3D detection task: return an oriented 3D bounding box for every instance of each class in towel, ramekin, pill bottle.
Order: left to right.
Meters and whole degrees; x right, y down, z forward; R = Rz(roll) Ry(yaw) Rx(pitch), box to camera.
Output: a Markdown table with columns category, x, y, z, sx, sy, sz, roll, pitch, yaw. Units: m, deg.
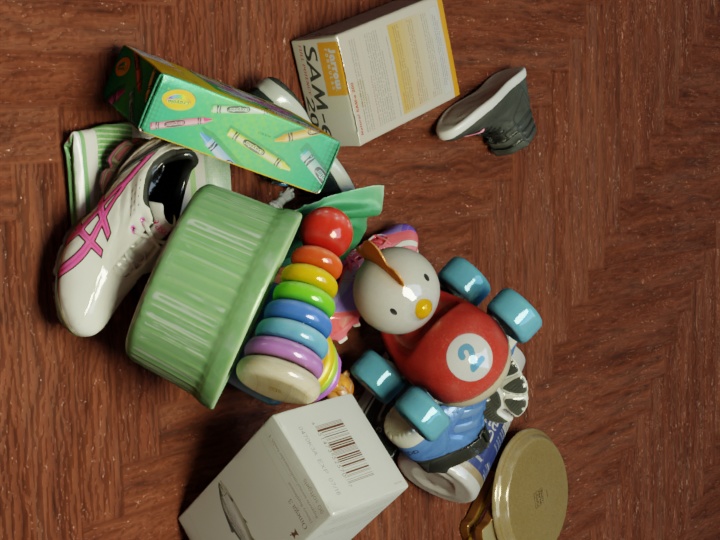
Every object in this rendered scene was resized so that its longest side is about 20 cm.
| category | x | y | z | sx | sy | sz | roll | pitch | yaw |
| --- | --- | --- | --- | --- | --- | --- | --- | --- | --- |
| towel | -0.202 | -0.072 | 1.211 | 0.199 | 0.023 | 0.154 | -13 | 102 | -48 |
| ramekin | -0.139 | 0.018 | 1.141 | 0.097 | 0.200 | 0.201 | 25 | 68 | -3 |
| pill bottle | 0.135 | 0.182 | 1.553 | 0.111 | 0.110 | 0.201 | 51 | 56 | -38 |

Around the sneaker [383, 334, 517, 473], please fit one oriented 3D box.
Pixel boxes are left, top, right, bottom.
| category | x | y | z | sx | sy | sz | roll | pitch | yaw |
| --- | --- | --- | --- | --- | --- | --- | --- | --- | --- |
| sneaker | 0.126 | 0.150 | 1.432 | 0.200 | 0.077 | 0.111 | -47 | 127 | -8 |

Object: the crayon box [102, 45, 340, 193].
| category | x | y | z | sx | sy | sz | roll | pitch | yaw |
| --- | --- | --- | --- | --- | --- | --- | --- | --- | --- |
| crayon box | -0.132 | -0.144 | 1.172 | 0.199 | 0.119 | 0.059 | 18 | 102 | -33 |

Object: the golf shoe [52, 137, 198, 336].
| category | x | y | z | sx | sy | sz | roll | pitch | yaw |
| --- | --- | --- | --- | --- | --- | --- | --- | --- | --- |
| golf shoe | -0.214 | -0.033 | 1.113 | 0.072 | 0.092 | 0.201 | 34 | 71 | -42 |

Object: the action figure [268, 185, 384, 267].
| category | x | y | z | sx | sy | sz | roll | pitch | yaw |
| --- | --- | --- | --- | --- | --- | --- | --- | --- | --- |
| action figure | -0.078 | -0.043 | 1.290 | 0.199 | 0.055 | 0.119 | -12 | 140 | -38 |

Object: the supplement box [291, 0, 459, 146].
| category | x | y | z | sx | sy | sz | roll | pitch | yaw |
| --- | --- | --- | --- | --- | --- | --- | --- | --- | --- |
| supplement box | 0.021 | -0.233 | 1.417 | 0.200 | 0.073 | 0.127 | -31 | 116 | -44 |

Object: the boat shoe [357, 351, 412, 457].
| category | x | y | z | sx | sy | sz | roll | pitch | yaw |
| --- | --- | --- | --- | --- | --- | --- | --- | --- | --- |
| boat shoe | 0.038 | 0.174 | 1.471 | 0.072 | 0.071 | 0.201 | 40 | 64 | -43 |

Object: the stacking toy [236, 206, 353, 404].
| category | x | y | z | sx | sy | sz | roll | pitch | yaw |
| --- | --- | --- | --- | --- | --- | --- | --- | --- | --- |
| stacking toy | -0.055 | 0.026 | 1.215 | 0.085 | 0.085 | 0.201 | 39 | 60 | -43 |

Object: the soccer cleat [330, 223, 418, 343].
| category | x | y | z | sx | sy | sz | roll | pitch | yaw |
| --- | --- | --- | --- | --- | --- | --- | --- | --- | --- |
| soccer cleat | 0.000 | 0.000 | 1.423 | 0.200 | 0.066 | 0.077 | -49 | 122 | -32 |

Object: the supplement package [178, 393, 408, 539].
| category | x | y | z | sx | sy | sz | roll | pitch | yaw |
| --- | --- | --- | --- | --- | --- | --- | --- | --- | --- |
| supplement package | -0.071 | 0.234 | 1.235 | 0.117 | 0.200 | 0.117 | -10 | 59 | -48 |

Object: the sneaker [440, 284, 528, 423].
| category | x | y | z | sx | sy | sz | roll | pitch | yaw |
| --- | --- | --- | --- | --- | --- | --- | --- | --- | --- |
| sneaker | 0.140 | 0.091 | 1.496 | 0.201 | 0.080 | 0.083 | 57 | 19 | 5 |

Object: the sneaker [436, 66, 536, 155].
| category | x | y | z | sx | sy | sz | roll | pitch | yaw |
| --- | --- | --- | --- | --- | --- | --- | --- | --- | --- |
| sneaker | 0.172 | -0.186 | 1.597 | 0.200 | 0.070 | 0.100 | -40 | 117 | -44 |

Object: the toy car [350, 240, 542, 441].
| category | x | y | z | sx | sy | sz | roll | pitch | yaw |
| --- | --- | --- | --- | --- | --- | --- | --- | --- | --- |
| toy car | 0.061 | 0.044 | 1.332 | 0.184 | 0.177 | 0.200 | -46 | 132 | -8 |

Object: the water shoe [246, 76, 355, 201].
| category | x | y | z | sx | sy | sz | roll | pitch | yaw |
| --- | --- | --- | --- | --- | --- | --- | --- | --- | --- |
| water shoe | -0.076 | -0.121 | 1.336 | 0.079 | 0.071 | 0.200 | -40 | 128 | -7 |

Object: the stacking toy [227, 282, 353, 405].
| category | x | y | z | sx | sy | sz | roll | pitch | yaw |
| --- | --- | --- | --- | --- | --- | --- | --- | --- | --- |
| stacking toy | -0.059 | 0.103 | 1.344 | 0.117 | 0.109 | 0.200 | -60 | 146 | -6 |

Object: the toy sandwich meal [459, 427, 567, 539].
| category | x | y | z | sx | sy | sz | roll | pitch | yaw |
| --- | --- | --- | --- | --- | --- | --- | --- | --- | --- |
| toy sandwich meal | 0.216 | 0.318 | 1.697 | 0.205 | 0.070 | 0.207 | 3 | 86 | -51 |
